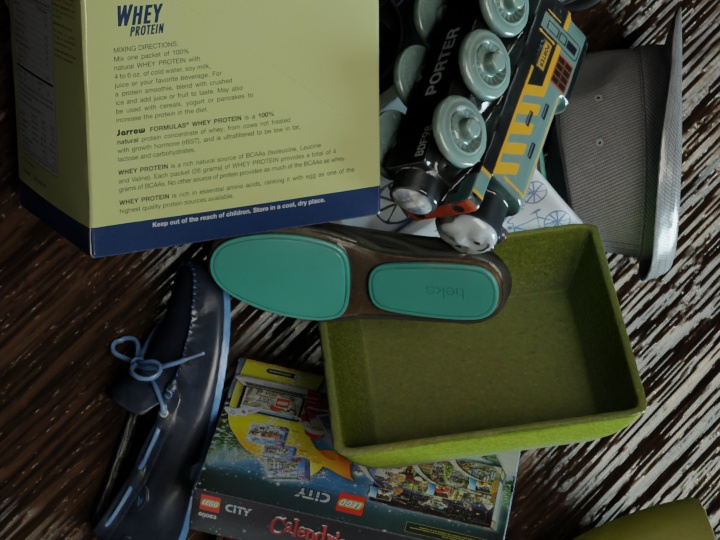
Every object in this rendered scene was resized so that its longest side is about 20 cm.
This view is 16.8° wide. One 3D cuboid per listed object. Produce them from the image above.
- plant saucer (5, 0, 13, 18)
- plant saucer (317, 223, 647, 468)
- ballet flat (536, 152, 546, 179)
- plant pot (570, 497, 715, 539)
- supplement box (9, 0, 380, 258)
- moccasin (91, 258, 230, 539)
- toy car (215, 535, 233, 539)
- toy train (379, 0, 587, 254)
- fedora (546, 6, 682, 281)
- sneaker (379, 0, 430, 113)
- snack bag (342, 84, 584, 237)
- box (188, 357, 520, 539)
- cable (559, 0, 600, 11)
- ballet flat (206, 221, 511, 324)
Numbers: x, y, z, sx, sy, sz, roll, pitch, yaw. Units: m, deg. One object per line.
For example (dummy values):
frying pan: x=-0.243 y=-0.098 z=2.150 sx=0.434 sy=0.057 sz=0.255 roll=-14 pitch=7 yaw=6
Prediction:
plant saucer: x=-0.150 y=-0.212 z=1.580 sx=0.200 sy=0.037 sz=0.201 roll=-5 pitch=100 yaw=-31
plant saucer: x=0.075 y=0.058 z=1.607 sx=0.199 sy=0.200 sz=0.048 roll=-7 pitch=129 yaw=-1
ballet flat: x=0.098 y=-0.113 z=1.735 sx=0.069 sy=0.069 sz=0.201 roll=-3 pitch=96 yaw=-31
plant pot: x=0.183 y=0.272 z=1.783 sx=0.142 sy=0.200 sz=0.201 roll=-4 pitch=101 yaw=-3
supplement box: x=-0.104 y=-0.133 z=1.514 sx=0.200 sy=0.134 sz=0.200 roll=-10 pitch=110 yaw=-25
moccasin: x=-0.133 y=0.089 z=1.610 sx=0.068 sy=0.080 sz=0.201 roll=11 pitch=88 yaw=-18
toy car: x=0.015 y=0.195 z=1.644 sx=0.177 sy=0.200 sz=0.185 roll=-17 pitch=106 yaw=-28
toy train: x=0.079 y=-0.108 z=1.577 sx=0.114 sy=0.085 sz=0.200 roll=41 pitch=55 yaw=-33
fedora: x=0.181 y=-0.090 z=1.750 sx=0.090 sy=0.177 sz=0.201 roll=3 pitch=72 yaw=2
sneaker: x=0.045 y=-0.193 z=1.674 sx=0.078 sy=0.070 sz=0.200 roll=27 pitch=74 yaw=-33
snack bag: x=0.038 y=-0.032 z=1.675 sx=0.188 sy=0.021 sz=0.200 roll=-34 pitch=117 yaw=13
box: x=0.000 y=0.133 z=1.590 sx=0.199 sy=0.137 sz=0.038 roll=13 pitch=128 yaw=3
cable: x=0.102 y=-0.258 z=1.650 sx=0.199 sy=0.051 sz=0.164 roll=1 pitch=96 yaw=-23
ballet flat: x=0.000 y=0.000 z=1.606 sx=0.199 sy=0.068 sz=0.068 roll=8 pitch=113 yaw=3
